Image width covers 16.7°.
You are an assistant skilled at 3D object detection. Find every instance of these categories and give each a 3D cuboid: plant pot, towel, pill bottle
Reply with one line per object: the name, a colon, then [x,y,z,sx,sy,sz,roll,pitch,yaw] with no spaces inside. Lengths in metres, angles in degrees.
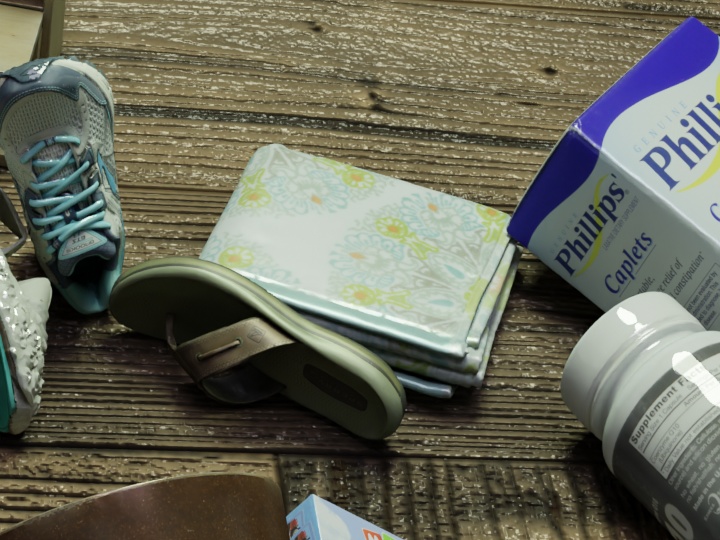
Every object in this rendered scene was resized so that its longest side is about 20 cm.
plant pot: [-0.098,0.228,1.201,0.186,0.187,0.201,-10,68,-25]
towel: [0.000,0.000,1.597,0.199,0.048,0.171,17,36,6]
pill bottle: [0.217,0.109,1.468,0.113,0.114,0.200,-18,48,-32]

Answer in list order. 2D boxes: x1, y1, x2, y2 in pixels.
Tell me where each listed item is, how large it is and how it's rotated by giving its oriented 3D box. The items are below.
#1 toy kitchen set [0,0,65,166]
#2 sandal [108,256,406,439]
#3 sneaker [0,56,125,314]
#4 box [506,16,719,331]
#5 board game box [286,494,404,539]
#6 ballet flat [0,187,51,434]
toy kitchen set: [-0.292,-0.208,1.674,0.179,0.164,0.201,10,39,-2]
sandal: [-0.068,0.053,1.495,0.200,0.080,0.057,25,55,14]
sneaker: [-0.174,-0.049,1.497,0.077,0.200,0.087,-17,55,-4]
box: [0.234,-0.041,1.628,0.200,0.105,0.184,38,44,10]
board game box: [0.033,0.226,1.288,0.151,0.037,0.201,30,29,-31]
ballet flat: [-0.223,-0.001,1.477,0.071,0.072,0.201,-17,73,-31]
